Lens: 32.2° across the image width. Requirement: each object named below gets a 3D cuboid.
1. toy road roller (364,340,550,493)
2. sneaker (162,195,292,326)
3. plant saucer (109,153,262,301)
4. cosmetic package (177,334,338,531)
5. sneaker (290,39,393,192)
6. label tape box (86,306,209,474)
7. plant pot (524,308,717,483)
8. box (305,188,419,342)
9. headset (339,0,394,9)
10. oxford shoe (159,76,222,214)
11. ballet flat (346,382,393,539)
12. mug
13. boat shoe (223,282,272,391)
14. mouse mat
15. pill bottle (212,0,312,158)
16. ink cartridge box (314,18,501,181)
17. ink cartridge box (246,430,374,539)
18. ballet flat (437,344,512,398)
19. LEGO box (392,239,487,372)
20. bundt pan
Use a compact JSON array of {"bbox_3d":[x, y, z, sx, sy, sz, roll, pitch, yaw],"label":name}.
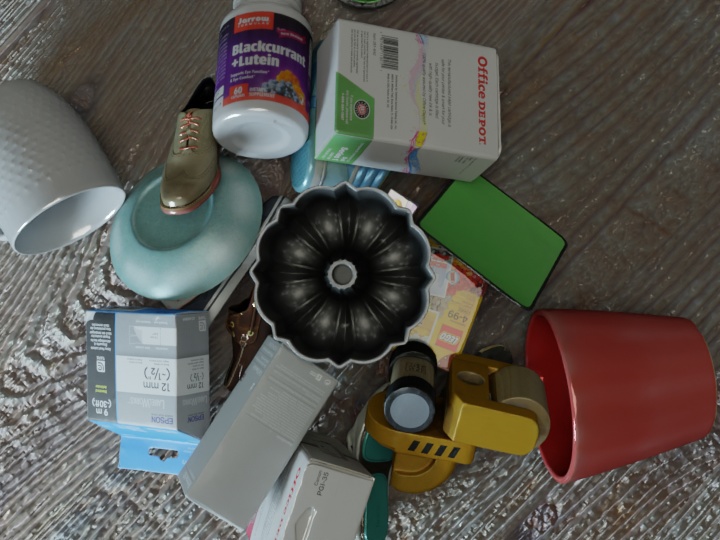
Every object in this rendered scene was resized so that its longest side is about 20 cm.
[{"bbox_3d":[0.104,0.177,1.408,0.199,0.123,0.146,10,113,0],"label":"toy road roller"},{"bbox_3d":[-0.166,-0.020,1.500,0.079,0.078,0.200,36,93,-3],"label":"sneaker"},{"bbox_3d":[-0.215,-0.062,1.475,0.200,0.039,0.202,-9,62,17],"label":"plant saucer"},{"bbox_3d":[-0.117,0.180,1.408,0.090,0.107,0.200,36,83,-13],"label":"cosmetic package"},{"bbox_3d":[-0.011,-0.174,1.504,0.130,0.080,0.201,12,71,-21],"label":"sneaker"},{"bbox_3d":[-0.253,0.145,1.479,0.143,0.066,0.201,1,91,32],"label":"label tape box"},{"bbox_3d":[0.299,0.133,1.432,0.177,0.200,0.201,-7,89,-6],"label":"plant pot"},{"bbox_3d":[0.000,0.000,1.434,0.041,0.039,0.200,33,91,4],"label":"box"},{"bbox_3d":[0.014,-0.413,1.486,0.123,0.094,0.201,10,101,2],"label":"headset"},{"bbox_3d":[-0.198,-0.146,1.449,0.070,0.200,0.075,-3,134,12],"label":"oxford shoe"},{"bbox_3d":[0.007,0.230,1.500,0.069,0.069,0.201,7,90,3],"label":"ballet flat"},{"bbox_3d":[-0.400,-0.117,1.490,0.200,0.148,0.176,-38,76,31],"label":"mug"},{"bbox_3d":[-0.124,0.055,1.482,0.070,0.070,0.200,20,106,-18],"label":"boat shoe"},{"bbox_3d":[0.155,-0.041,1.440,0.161,0.200,0.008,38,122,3],"label":"mouse mat"},{"bbox_3d":[-0.112,-0.242,1.461,0.111,0.111,0.201,0,66,3],"label":"pill bottle"},{"bbox_3d":[0.054,-0.193,1.441,0.199,0.084,0.145,7,70,-18],"label":"ink cartridge box"},{"bbox_3d":[-0.062,0.271,1.427,0.083,0.200,0.147,19,91,-13],"label":"ink cartridge box"},{"bbox_3d":[0.111,0.169,1.506,0.066,0.057,0.200,40,85,-12],"label":"ballet flat"},{"bbox_3d":[0.043,0.018,1.491,0.200,0.077,0.149,20,90,3],"label":"LEGO box"},{"bbox_3d":[-0.018,0.005,1.377,0.201,0.076,0.203,0,89,3],"label":"bundt pan"}]
